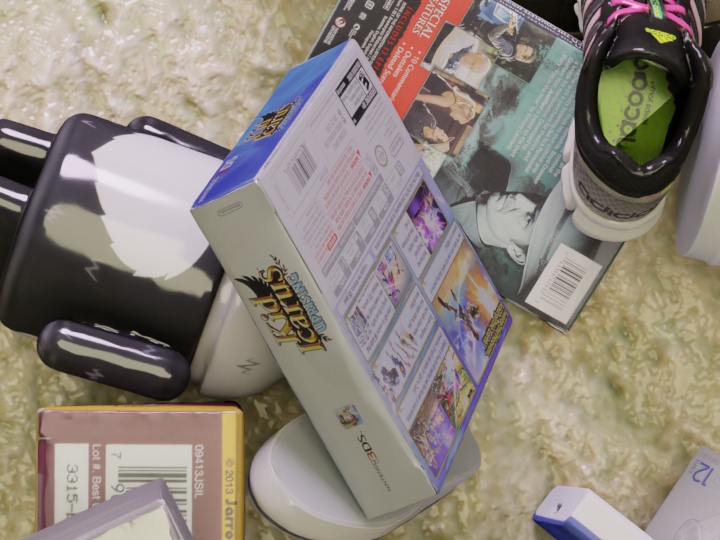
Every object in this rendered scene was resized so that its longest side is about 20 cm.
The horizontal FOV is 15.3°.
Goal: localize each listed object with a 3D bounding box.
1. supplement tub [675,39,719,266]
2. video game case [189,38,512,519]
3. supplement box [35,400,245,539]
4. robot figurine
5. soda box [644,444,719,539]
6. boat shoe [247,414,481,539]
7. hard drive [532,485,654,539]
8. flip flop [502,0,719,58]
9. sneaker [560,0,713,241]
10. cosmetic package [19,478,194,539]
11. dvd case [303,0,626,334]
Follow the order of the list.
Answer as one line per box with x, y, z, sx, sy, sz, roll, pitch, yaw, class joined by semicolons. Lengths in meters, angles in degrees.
0.279;-0.047;1.421;0.200;0.145;0.145;11;86;-3;supplement tub
0.000;0.000;1.358;0.045;0.200;0.181;-24;106;23;video game case
-0.110;0.131;1.362;0.103;0.200;0.131;0;87;-3;supplement box
-0.114;-0.010;1.405;0.200;0.125;0.150;20;84;-3;robot figurine
0.245;0.168;1.390;0.200;0.068;0.063;31;86;40;soda box
-0.010;0.113;1.377;0.070;0.200;0.071;-42;79;24;boat shoe
0.183;0.185;1.409;0.200;0.132;0.025;38;85;-1;hard drive
0.114;-0.152;1.460;0.200;0.058;0.081;-1;125;-1;flip flop
0.146;-0.118;1.370;0.074;0.087;0.200;10;79;-7;sneaker
-0.100;0.156;1.163;0.090;0.200;0.107;-25;92;-2;cosmetic package
0.062;-0.074;1.443;0.200;0.022;0.146;29;111;-1;dvd case
